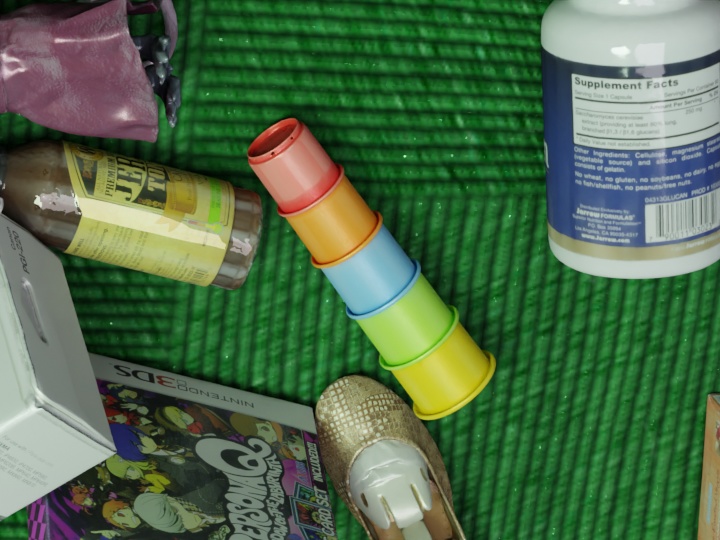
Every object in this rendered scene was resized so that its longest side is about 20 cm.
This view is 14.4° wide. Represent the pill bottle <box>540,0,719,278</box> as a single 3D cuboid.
[{"bbox_3d":[0.161,-0.105,1.659,0.111,0.111,0.200,-8,111,-11],"label":"pill bottle"}]

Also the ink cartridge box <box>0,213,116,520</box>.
[{"bbox_3d":[-0.250,0.077,1.577,0.200,0.146,0.085,-31,145,16],"label":"ink cartridge box"}]

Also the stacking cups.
[{"bbox_3d":[0.000,0.000,1.689,0.060,0.061,0.200,-38,112,2],"label":"stacking cups"}]

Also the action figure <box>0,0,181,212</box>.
[{"bbox_3d":[-0.201,-0.120,1.552,0.200,0.149,0.134,-1,129,0],"label":"action figure"}]

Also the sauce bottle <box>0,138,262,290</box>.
[{"bbox_3d":[-0.156,-0.039,1.630,0.200,0.065,0.065,13,107,-20],"label":"sauce bottle"}]

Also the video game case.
[{"bbox_3d":[-0.103,0.129,1.633,0.181,0.200,0.036,15,121,-18],"label":"video game case"}]

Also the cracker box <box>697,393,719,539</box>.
[{"bbox_3d":[0.319,0.143,1.821,0.200,0.058,0.134,-4,111,-12],"label":"cracker box"}]

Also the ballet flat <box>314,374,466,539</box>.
[{"bbox_3d":[0.033,0.154,1.750,0.070,0.065,0.200,-30,114,-3],"label":"ballet flat"}]
